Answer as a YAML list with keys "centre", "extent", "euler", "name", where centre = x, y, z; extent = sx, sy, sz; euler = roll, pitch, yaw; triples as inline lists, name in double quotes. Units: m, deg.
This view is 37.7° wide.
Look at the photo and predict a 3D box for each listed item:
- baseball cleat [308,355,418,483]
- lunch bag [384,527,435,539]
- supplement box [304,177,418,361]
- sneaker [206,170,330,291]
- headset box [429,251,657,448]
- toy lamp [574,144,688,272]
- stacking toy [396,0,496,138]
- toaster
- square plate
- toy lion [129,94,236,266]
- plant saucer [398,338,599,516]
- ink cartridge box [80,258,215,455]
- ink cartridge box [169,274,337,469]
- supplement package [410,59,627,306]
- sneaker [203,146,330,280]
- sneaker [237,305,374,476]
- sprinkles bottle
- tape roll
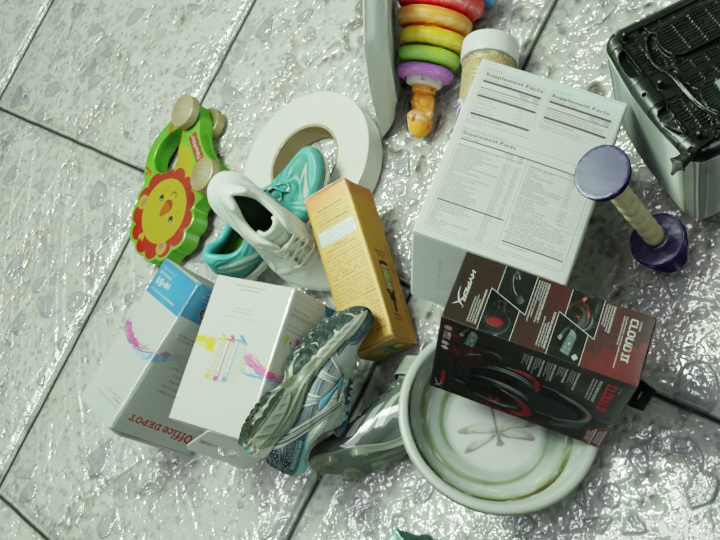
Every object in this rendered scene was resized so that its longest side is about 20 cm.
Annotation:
- centre: [0.033, 0.156, 1.141]
  extent: [0.198, 0.070, 0.107]
  euler: [-20, 53, 16]
  name: "baseball cleat"
- centre: [0.057, 0.373, 0.985]
  extent: [0.171, 0.122, 0.200]
  euler: [-47, 59, 5]
  name: "lunch bag"
- centre: [0.000, 0.000, 1.205]
  extent: [0.068, 0.066, 0.202]
  euler: [-28, 66, 23]
  name: "supplement box"
- centre: [-0.094, -0.035, 1.226]
  extent: [0.071, 0.200, 0.080]
  euler: [-52, 22, 0]
  name: "sneaker"
- centre: [0.171, 0.080, 0.970]
  extent: [0.198, 0.149, 0.075]
  euler: [20, 62, 9]
  name: "headset box"
- centre: [0.258, -0.048, 0.978]
  extent: [0.058, 0.200, 0.059]
  euler: [-14, 63, 30]
  name: "toy lamp"
- centre: [0.085, -0.259, 1.274]
  extent: [0.109, 0.116, 0.202]
  euler: [10, 90, 29]
  name: "stacking toy"
- centre: [0.341, -0.167, 1.005]
  extent: [0.199, 0.119, 0.182]
  euler: [-26, 54, 1]
  name: "toaster"
- centre: [0.027, -0.295, 1.270]
  extent: [0.028, 0.200, 0.200]
  euler: [-2, 66, 7]
  name: "square plate"
- centre: [-0.255, -0.113, 1.468]
  extent: [0.191, 0.068, 0.201]
  euler: [-40, 52, 24]
  name: "toy lion"
- centre: [0.134, 0.150, 1.042]
  extent: [0.198, 0.050, 0.202]
  euler: [1, 59, -2]
  name: "plant saucer"
- centre: [-0.223, 0.109, 1.283]
  extent: [0.084, 0.144, 0.201]
  euler: [30, 88, 40]
  name: "ink cartridge box"
- centre: [-0.114, 0.126, 1.210]
  extent: [0.124, 0.128, 0.202]
  euler: [8, 75, 37]
  name: "ink cartridge box"
- centre: [0.152, -0.067, 1.042]
  extent: [0.149, 0.152, 0.201]
  euler: [19, 68, 10]
  name: "supplement package"
- centre: [-0.112, -0.069, 1.281]
  extent: [0.200, 0.079, 0.077]
  euler: [-51, 51, 6]
  name: "sneaker"
- centre: [-0.043, 0.127, 1.121]
  extent: [0.201, 0.086, 0.077]
  euler: [-52, 18, -17]
  name: "sneaker"
- centre: [0.141, -0.172, 1.203]
  extent: [0.068, 0.068, 0.202]
  euler: [-6, 67, 33]
  name: "sprinkles bottle"
- centre: [-0.063, -0.131, 1.347]
  extent: [0.201, 0.037, 0.205]
  euler: [-14, 63, 29]
  name: "tape roll"
